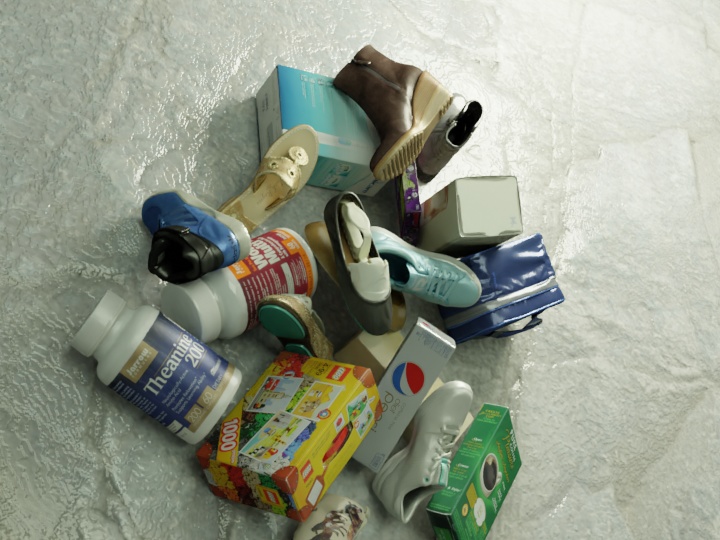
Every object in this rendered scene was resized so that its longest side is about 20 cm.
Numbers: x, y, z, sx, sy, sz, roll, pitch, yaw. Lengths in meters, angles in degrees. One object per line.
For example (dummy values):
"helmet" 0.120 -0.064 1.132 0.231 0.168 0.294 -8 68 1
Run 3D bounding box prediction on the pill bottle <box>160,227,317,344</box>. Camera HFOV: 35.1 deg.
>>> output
"pill bottle" -0.160 0.024 1.519 0.199 0.109 0.111 -26 81 -39

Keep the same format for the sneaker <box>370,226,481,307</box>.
"sneaker" 0.080 0.012 1.591 0.197 0.075 0.082 22 26 -10

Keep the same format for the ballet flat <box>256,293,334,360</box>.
"ballet flat" -0.084 0.071 1.513 0.069 0.201 0.066 7 60 20

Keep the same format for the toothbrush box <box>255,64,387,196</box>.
"toothbrush box" -0.051 -0.210 1.725 0.197 0.085 0.149 7 62 -28

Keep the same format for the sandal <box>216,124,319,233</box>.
"sandal" -0.118 -0.113 1.586 0.212 0.069 0.078 -47 117 -12

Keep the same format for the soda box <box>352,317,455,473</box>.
"soda box" 0.050 0.166 1.526 0.063 0.068 0.202 32 96 1

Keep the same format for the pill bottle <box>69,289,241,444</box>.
"pill bottle" -0.254 0.115 1.410 0.199 0.111 0.112 37 52 -11

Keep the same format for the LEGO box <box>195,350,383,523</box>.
"LEGO box" -0.087 0.205 1.439 0.200 0.147 0.078 -50 135 -39

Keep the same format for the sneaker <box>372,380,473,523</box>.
"sneaker" 0.098 0.245 1.511 0.075 0.202 0.089 24 14 -34

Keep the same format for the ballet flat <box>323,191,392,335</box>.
"ballet flat" -0.001 -0.015 1.501 0.067 0.068 0.202 -11 69 -27

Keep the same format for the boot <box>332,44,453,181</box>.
"boot" 0.025 -0.235 1.691 0.165 0.073 0.201 30 62 16

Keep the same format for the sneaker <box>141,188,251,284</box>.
"sneaker" -0.244 -0.043 1.464 0.198 0.078 0.111 24 36 36

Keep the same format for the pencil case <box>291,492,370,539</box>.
"pencil case" -0.054 0.372 1.422 0.088 0.078 0.202 19 53 8

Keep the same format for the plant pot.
"plant pot" 0.000 0.000 1.613 0.200 0.027 0.200 43 15 -14

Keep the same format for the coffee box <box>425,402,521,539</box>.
"coffee box" 0.162 0.298 1.585 0.201 0.043 0.124 -55 139 -37

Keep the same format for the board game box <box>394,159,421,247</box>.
"board game box" 0.068 -0.150 1.751 0.032 0.120 0.203 -2 65 -7

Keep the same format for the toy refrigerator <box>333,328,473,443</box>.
"toy refrigerator" 0.062 0.163 1.610 0.200 0.076 0.070 49 51 0

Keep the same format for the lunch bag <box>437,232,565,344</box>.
"lunch bag" 0.212 0.035 1.730 0.198 0.135 0.134 -17 85 -34

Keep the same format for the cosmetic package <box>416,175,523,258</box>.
"cosmetic package" 0.156 -0.075 1.694 0.102 0.200 0.089 -2 82 -17

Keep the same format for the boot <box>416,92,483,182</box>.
"boot" 0.160 -0.238 1.844 0.069 0.132 0.202 32 53 -12
